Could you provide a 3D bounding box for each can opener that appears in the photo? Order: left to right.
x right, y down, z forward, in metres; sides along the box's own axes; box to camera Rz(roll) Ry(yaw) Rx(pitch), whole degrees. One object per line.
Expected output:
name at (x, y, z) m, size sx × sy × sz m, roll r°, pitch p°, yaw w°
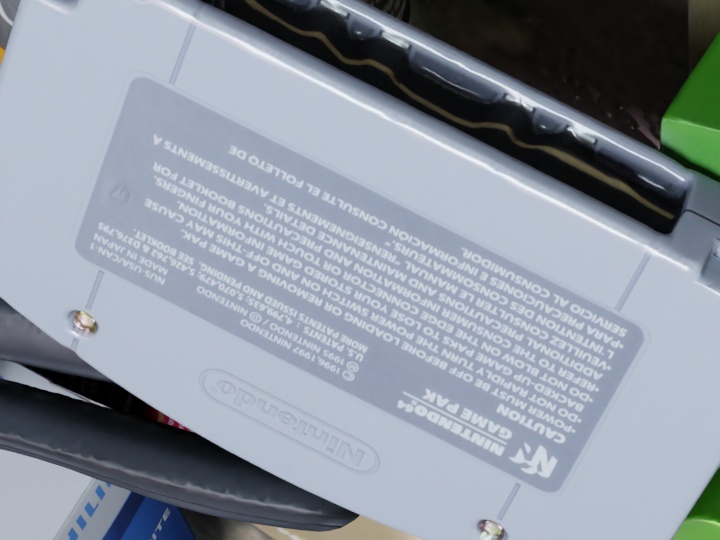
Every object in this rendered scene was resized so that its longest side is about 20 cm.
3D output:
can opener at (-0.091, 0.028, 0.823) m, size 0.199 × 0.079 × 0.064 m, roll 8°, pitch 104°, yaw 15°

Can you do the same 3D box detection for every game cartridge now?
game cartridge at (0.000, 0.000, 0.735) m, size 0.199 × 0.041 × 0.134 m, roll 27°, pitch 131°, yaw 2°

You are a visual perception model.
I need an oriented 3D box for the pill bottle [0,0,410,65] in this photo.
pill bottle at (-0.049, -0.093, 0.781) m, size 0.116 × 0.116 × 0.201 m, roll 11°, pitch 133°, yaw 25°

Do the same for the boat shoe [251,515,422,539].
boat shoe at (0.051, 0.091, 0.842) m, size 0.199 × 0.065 × 0.072 m, roll 22°, pitch 139°, yaw 0°

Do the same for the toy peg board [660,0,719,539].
toy peg board at (0.165, 0.012, 0.752) m, size 0.198 × 0.098 × 0.200 m, roll 15°, pitch 136°, yaw 22°

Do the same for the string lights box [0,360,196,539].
string lights box at (-0.110, 0.081, 0.967) m, size 0.103 × 0.059 × 0.200 m, roll 27°, pitch 163°, yaw 18°

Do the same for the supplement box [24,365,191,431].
supplement box at (-0.040, 0.012, 0.916) m, size 0.200 × 0.061 × 0.109 m, roll 29°, pitch 139°, yaw 6°
